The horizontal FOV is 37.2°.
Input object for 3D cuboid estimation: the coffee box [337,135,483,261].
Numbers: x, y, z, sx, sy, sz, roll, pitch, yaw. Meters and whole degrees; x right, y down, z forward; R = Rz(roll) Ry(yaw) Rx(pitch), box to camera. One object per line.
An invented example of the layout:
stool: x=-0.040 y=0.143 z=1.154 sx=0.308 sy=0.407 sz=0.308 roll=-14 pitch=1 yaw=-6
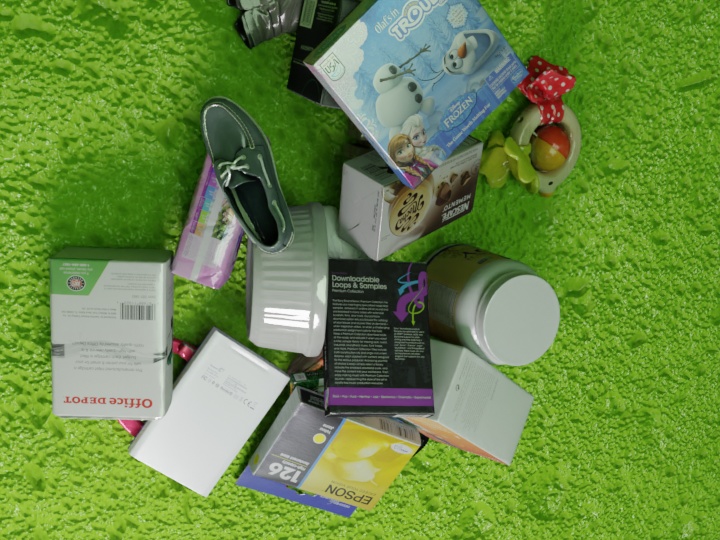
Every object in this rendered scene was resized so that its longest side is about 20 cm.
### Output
coffee box: x=0.068 y=-0.110 z=1.430 sx=0.199 sy=0.079 sz=0.114 roll=-26 pitch=135 yaw=-39

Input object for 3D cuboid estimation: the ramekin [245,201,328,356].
ramekin: x=-0.099 y=0.011 z=1.391 sx=0.093 sy=0.203 sz=0.206 roll=1 pitch=105 yaw=-9

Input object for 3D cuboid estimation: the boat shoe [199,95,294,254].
boat shoe: x=-0.135 y=-0.113 z=1.267 sx=0.072 sy=0.062 sz=0.202 roll=-23 pitch=95 yaw=8

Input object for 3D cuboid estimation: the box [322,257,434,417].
box: x=0.021 y=0.086 z=1.376 sx=0.141 sy=0.036 sz=0.203 roll=3 pitch=75 yaw=-17

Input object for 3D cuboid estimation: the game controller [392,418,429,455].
game controller: x=0.016 y=0.213 z=1.573 sx=0.104 sy=0.042 sz=0.200 roll=-43 pitch=115 yaw=-6

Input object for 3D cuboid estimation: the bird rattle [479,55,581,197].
bird rattle: x=0.257 y=-0.198 z=1.551 sx=0.162 sy=0.112 sz=0.202 roll=36 pitch=76 yaw=-38

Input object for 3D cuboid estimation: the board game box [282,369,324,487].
board game box: x=-0.057 y=0.224 z=1.520 sx=0.103 sy=0.024 sz=0.202 roll=-5 pitch=126 yaw=-17

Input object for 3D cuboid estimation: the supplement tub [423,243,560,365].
supplement tub: x=0.173 y=0.048 z=1.499 sx=0.143 sy=0.199 sz=0.148 roll=-5 pitch=103 yaw=-24

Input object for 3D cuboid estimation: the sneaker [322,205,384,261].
sneaker: x=0.000 y=0.000 z=1.455 sx=0.098 sy=0.078 sz=0.203 roll=-18 pitch=78 yaw=-16

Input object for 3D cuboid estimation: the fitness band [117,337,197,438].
fitness band: x=-0.252 y=0.178 z=1.458 sx=0.144 sy=0.037 sz=0.200 roll=-46 pitch=115 yaw=-2

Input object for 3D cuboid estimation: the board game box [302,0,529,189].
board game box: x=0.068 y=-0.236 z=1.242 sx=0.200 sy=0.043 sz=0.199 roll=-45 pitch=116 yaw=-4

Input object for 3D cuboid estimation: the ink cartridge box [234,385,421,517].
ink cartridge box: x=-0.048 y=0.272 z=1.506 sx=0.195 sy=0.047 sz=0.201 roll=21 pitch=117 yaw=-23

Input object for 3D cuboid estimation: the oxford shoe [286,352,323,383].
oxford shoe: x=-0.046 y=0.071 z=1.504 sx=0.073 sy=0.071 sz=0.201 roll=41 pitch=82 yaw=-6

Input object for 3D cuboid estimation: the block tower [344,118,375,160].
block tower: x=0.020 y=-0.238 z=1.443 sx=0.057 sy=0.054 sz=0.203 roll=3 pitch=103 yaw=-24

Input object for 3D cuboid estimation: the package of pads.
package of pads: x=-0.175 y=-0.086 z=1.364 sx=0.075 sy=0.121 sz=0.203 roll=18 pitch=98 yaw=-1

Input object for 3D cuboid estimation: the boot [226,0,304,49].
boot: x=-0.109 y=-0.387 z=1.342 sx=0.129 sy=0.068 sz=0.203 roll=-14 pitch=110 yaw=-17

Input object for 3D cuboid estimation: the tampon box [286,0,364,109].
tampon box: x=0.030 y=-0.260 z=1.328 sx=0.197 sy=0.150 sz=0.128 roll=7 pitch=103 yaw=-24

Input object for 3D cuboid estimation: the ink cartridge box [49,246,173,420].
ink cartridge box: x=-0.311 y=0.078 z=1.349 sx=0.143 sy=0.084 sz=0.204 roll=2 pitch=101 yaw=-2

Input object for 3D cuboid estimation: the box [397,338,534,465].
box: x=0.123 y=0.177 z=1.501 sx=0.199 sy=0.151 sz=0.108 roll=35 pitch=72 yaw=-43

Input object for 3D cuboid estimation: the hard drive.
hard drive: x=-0.203 y=0.192 z=1.446 sx=0.131 sy=0.025 sz=0.201 roll=35 pitch=92 yaw=-26
